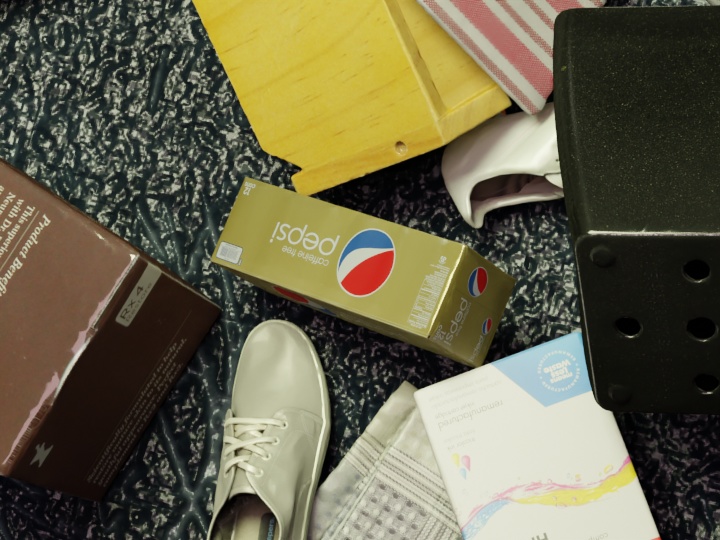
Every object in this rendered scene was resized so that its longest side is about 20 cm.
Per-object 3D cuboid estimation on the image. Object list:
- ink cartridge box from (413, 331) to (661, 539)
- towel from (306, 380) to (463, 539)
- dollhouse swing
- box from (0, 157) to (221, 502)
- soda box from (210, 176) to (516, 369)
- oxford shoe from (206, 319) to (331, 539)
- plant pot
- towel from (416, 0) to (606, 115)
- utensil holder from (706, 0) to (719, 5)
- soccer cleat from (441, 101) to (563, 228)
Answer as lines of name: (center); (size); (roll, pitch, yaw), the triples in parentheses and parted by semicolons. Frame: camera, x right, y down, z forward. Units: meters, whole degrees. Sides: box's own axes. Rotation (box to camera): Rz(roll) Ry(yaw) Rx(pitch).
ink cartridge box: (0.120, 0.155, 1.264); (0.115, 0.067, 0.202); (-20, 69, 1)
towel: (0.044, 0.201, 1.317); (0.199, 0.035, 0.193); (35, 89, 20)
dollhouse swing: (0.019, -0.191, 1.359); (0.181, 0.176, 0.201); (-18, 103, 37)
box: (-0.235, 0.027, 1.364); (0.199, 0.164, 0.167); (33, 87, 19)
soda box: (0.000, 0.000, 1.321); (0.199, 0.068, 0.065); (19, 83, 40)
oxford shoe: (-0.064, 0.123, 1.340); (0.075, 0.058, 0.202); (-8, 63, 28)
plant pot: (0.209, -0.025, 1.198); (0.197, 0.201, 0.178); (0, 39, 15)
towel: (0.107, -0.219, 1.320); (0.030, 0.146, 0.201); (-8, 45, 55)
utensil holder: (0.269, -0.258, 1.267); (0.168, 0.200, 0.172); (-4, 76, 15)
soccer cleat: (0.147, -0.090, 1.331); (0.199, 0.069, 0.078); (-24, 52, 17)
